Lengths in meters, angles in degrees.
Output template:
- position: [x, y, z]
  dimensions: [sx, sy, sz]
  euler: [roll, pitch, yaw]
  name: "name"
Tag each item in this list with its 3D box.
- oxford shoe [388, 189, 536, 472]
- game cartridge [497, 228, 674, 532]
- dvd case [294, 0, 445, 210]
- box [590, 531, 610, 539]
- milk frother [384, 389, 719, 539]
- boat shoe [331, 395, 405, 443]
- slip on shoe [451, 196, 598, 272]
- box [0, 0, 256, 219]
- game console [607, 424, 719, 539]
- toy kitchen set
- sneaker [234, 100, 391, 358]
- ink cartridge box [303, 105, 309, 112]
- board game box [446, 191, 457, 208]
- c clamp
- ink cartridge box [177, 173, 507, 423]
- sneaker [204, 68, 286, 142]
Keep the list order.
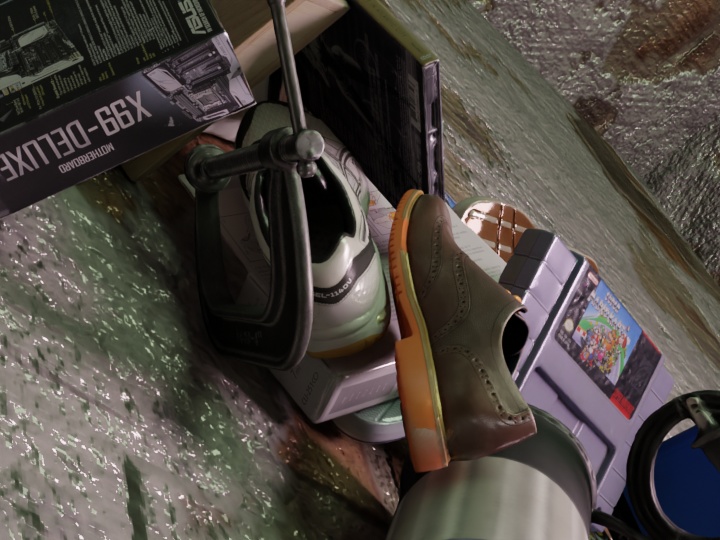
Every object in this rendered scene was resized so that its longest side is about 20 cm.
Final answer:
- position: [0.056, 0.026, 0.724]
  dimensions: [0.200, 0.073, 0.071]
  euler: [-94, 173, -46]
  name: "oxford shoe"
- position: [0.137, 0.075, 0.854]
  dimensions: [0.038, 0.130, 0.200]
  euler: [20, -17, 45]
  name: "game cartridge"
- position: [-0.004, -0.125, 0.836]
  dimensions: [0.200, 0.016, 0.149]
  euler: [50, -22, 38]
  name: "dvd case"
- position: [0.137, 0.212, 0.874]
  dimensions: [0.137, 0.040, 0.200]
  euler: [58, 18, 24]
  name: "box"
- position: [0.116, 0.143, 0.676]
  dimensions: [0.180, 0.200, 0.188]
  euler: [41, 17, -3]
  name: "milk frother"
- position: [0.038, 0.073, 0.867]
  dimensions: [0.073, 0.067, 0.200]
  euler: [37, 36, 17]
  name: "boat shoe"
- position: [0.125, -0.011, 1.093]
  dimensions: [0.060, 0.076, 0.200]
  euler: [11, -4, 43]
  name: "slip on shoe"
- position: [-0.159, -0.128, 0.646]
  dimensions: [0.200, 0.157, 0.050]
  euler: [62, -4, 37]
  name: "box"
- position: [0.265, 0.222, 0.965]
  dimensions: [0.200, 0.118, 0.171]
  euler: [67, 16, 15]
  name: "game console"
- position: [-0.129, -0.185, 0.811]
  dimensions: [0.200, 0.180, 0.163]
  euler: [56, 16, 6]
  name: "toy kitchen set"
- position: [-0.031, -0.048, 0.747]
  dimensions: [0.088, 0.075, 0.200]
  euler: [73, -5, -47]
  name: "sneaker"
- position: [-0.018, -0.128, 1.096]
  dimensions: [0.200, 0.068, 0.116]
  euler: [58, -12, 27]
  name: "ink cartridge box"
- position: [0.099, 0.029, 1.139]
  dimensions: [0.200, 0.062, 0.200]
  euler: [46, 18, -12]
  name: "board game box"
- position: [-0.056, -0.033, 0.675]
  dimensions: [0.200, 0.027, 0.171]
  euler: [166, -84, -66]
  name: "c clamp"
- position: [0.000, 0.000, 0.839]
  dimensions: [0.200, 0.045, 0.176]
  euler: [-12, 51, -43]
  name: "ink cartridge box"
- position: [-0.097, -0.133, 0.983]
  dimensions: [0.200, 0.084, 0.073]
  euler: [64, 31, -85]
  name: "sneaker"
